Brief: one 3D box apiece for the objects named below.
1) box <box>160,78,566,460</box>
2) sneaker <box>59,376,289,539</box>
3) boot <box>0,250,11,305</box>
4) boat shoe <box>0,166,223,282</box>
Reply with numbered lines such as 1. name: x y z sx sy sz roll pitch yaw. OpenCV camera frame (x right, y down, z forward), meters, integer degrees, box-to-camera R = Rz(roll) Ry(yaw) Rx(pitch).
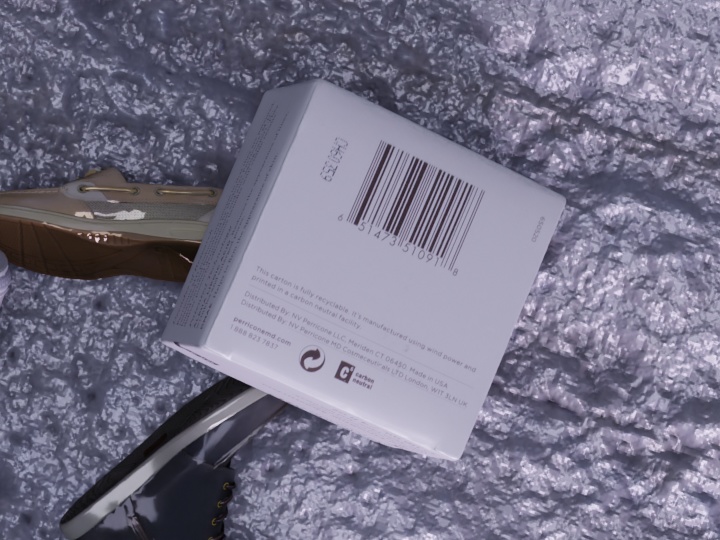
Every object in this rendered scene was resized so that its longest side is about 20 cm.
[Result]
1. box: 0.000 0.000 1.633 0.199 0.131 0.200 25 84 -15
2. sneaker: -0.108 0.157 1.723 0.200 0.075 0.106 -38 102 6
3. boot: -0.346 -0.004 1.717 0.200 0.074 0.096 30 119 18
4. boat shoe: -0.182 -0.037 1.714 0.199 0.072 0.065 5 58 7
